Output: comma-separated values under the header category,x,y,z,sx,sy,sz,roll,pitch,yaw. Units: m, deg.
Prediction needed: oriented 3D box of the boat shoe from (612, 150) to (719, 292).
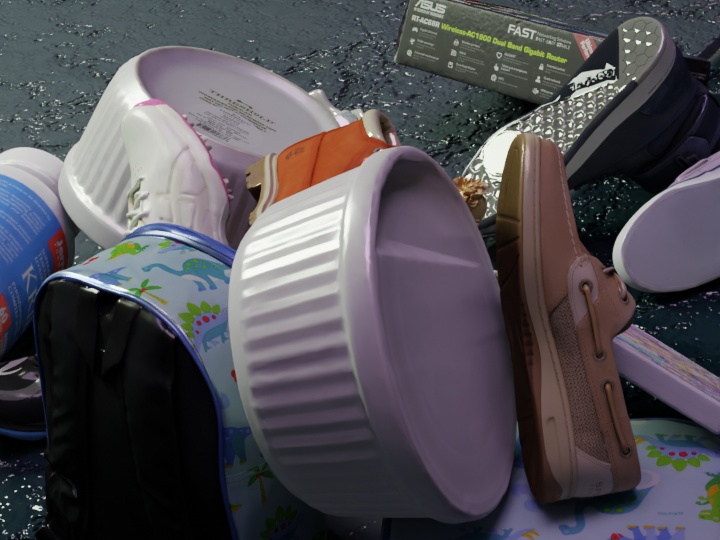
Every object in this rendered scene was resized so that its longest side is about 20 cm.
category,x,y,z,sx,sy,sz,roll,pitch,yaw
boat shoe,0.250,-0.041,1.655,0.200,0.074,0.065,-28,4,-25

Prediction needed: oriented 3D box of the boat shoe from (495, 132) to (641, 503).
category,x,y,z,sx,sy,sz,roll,pitch,yaw
boat shoe,0.114,0.023,1.272,0.064,0.200,0.071,-6,1,-7

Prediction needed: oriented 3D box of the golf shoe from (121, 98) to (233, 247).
category,x,y,z,sx,sy,sz,roll,pitch,yaw
golf shoe,-0.123,-0.018,1.489,0.091,0.075,0.200,-14,69,-26

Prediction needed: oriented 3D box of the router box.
category,x,y,z,sx,sy,sz,roll,pitch,yaw
router box,0.150,-0.163,1.825,0.200,0.062,0.150,20,11,37

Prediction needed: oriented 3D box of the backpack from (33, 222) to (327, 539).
category,x,y,z,sx,sy,sz,roll,pitch,yaw
backpack,-0.097,0.075,1.352,0.183,0.200,0.147,19,37,38

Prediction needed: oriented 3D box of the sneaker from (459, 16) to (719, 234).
category,x,y,z,sx,sy,sz,roll,pitch,yaw
sneaker,0.174,-0.072,1.697,0.202,0.146,0.077,-40,47,8

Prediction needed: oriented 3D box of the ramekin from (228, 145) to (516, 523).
category,x,y,z,sx,sy,sz,roll,pitch,yaw
ramekin,0.006,0.040,1.253,0.094,0.203,0.202,-12,25,22

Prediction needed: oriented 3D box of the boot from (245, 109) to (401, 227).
category,x,y,z,sx,sy,sz,roll,pitch,yaw
boot,-0.010,-0.036,1.451,0.107,0.075,0.200,-27,30,9

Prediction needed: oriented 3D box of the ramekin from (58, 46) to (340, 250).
category,x,y,z,sx,sy,sz,roll,pitch,yaw
ramekin,-0.101,-0.074,1.642,0.200,0.105,0.200,20,26,-10

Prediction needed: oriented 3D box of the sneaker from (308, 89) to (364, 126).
category,x,y,z,sx,sy,sz,roll,pitch,yaw
sneaker,-0.003,-0.070,1.725,0.070,0.080,0.200,-20,34,-28

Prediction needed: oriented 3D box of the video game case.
category,x,y,z,sx,sy,sz,roll,pitch,yaw
video game case,0.155,0.044,1.400,0.143,0.018,0.200,32,6,4

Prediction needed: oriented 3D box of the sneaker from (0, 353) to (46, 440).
category,x,y,z,sx,sy,sz,roll,pitch,yaw
sneaker,-0.176,0.051,1.527,0.199,0.083,0.071,-17,35,-18

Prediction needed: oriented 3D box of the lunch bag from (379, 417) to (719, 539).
category,x,y,z,sx,sy,sz,roll,pitch,yaw
lunch bag,0.110,0.154,1.299,0.200,0.083,0.161,-2,28,7

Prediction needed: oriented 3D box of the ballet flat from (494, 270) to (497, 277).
category,x,y,z,sx,sy,sz,roll,pitch,yaw
ballet flat,0.084,0.017,1.566,0.200,0.072,0.072,9,32,22

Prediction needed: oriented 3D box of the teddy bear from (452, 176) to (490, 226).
category,x,y,z,sx,sy,sz,roll,pitch,yaw
teddy bear,0.000,0.000,1.510,0.200,0.067,0.145,-16,40,46

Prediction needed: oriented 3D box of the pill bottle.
category,x,y,z,sx,sy,sz,roll,pitch,yaw
pill bottle,-0.264,-0.006,1.617,0.112,0.112,0.200,5,31,17
